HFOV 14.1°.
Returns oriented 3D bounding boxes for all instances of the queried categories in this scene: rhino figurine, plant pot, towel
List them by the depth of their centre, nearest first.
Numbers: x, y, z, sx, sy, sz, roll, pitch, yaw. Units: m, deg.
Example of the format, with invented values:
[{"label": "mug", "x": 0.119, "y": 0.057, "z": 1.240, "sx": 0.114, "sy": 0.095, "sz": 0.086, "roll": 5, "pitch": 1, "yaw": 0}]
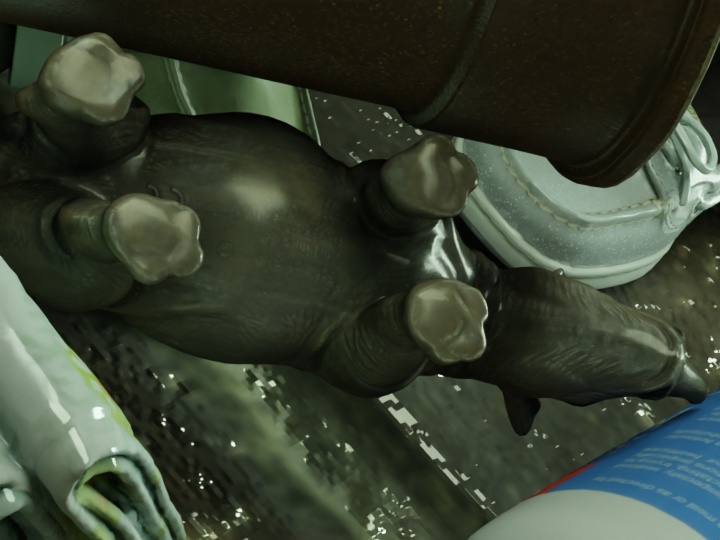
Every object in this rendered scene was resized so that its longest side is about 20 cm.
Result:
[{"label": "towel", "x": -0.107, "y": -0.002, "z": 0.648, "sx": 0.048, "sy": 0.171, "sz": 0.200, "roll": -35, "pitch": 71, "yaw": -10}, {"label": "plant pot", "x": -0.024, "y": -0.130, "z": 0.686, "sx": 0.197, "sy": 0.201, "sz": 0.201, "roll": 6, "pitch": 45, "yaw": -11}, {"label": "rhino figurine", "x": 0.000, "y": 0.000, "z": 0.704, "sx": 0.199, "sy": 0.087, "sz": 0.060, "roll": 18, "pitch": 76, "yaw": -22}]

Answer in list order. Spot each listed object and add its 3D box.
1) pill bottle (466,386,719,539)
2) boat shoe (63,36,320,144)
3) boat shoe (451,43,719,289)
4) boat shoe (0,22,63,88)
[{"label": "pill bottle", "x": 0.082, "y": 0.096, "z": 0.720, "sx": 0.112, "sy": 0.112, "sz": 0.200, "roll": 49, "pitch": 40, "yaw": 16}, {"label": "boat shoe", "x": -0.053, "y": -0.079, "z": 0.838, "sx": 0.072, "sy": 0.062, "sz": 0.201, "roll": 1, "pitch": 50, "yaw": -35}, {"label": "boat shoe", "x": 0.099, "y": -0.053, "z": 0.919, "sx": 0.074, "sy": 0.065, "sz": 0.202, "roll": 49, "pitch": 41, "yaw": 16}, {"label": "boat shoe", "x": -0.119, "y": -0.124, "z": 0.828, "sx": 0.060, "sy": 0.072, "sz": 0.202, "roll": 1, "pitch": 40, "yaw": -13}]
